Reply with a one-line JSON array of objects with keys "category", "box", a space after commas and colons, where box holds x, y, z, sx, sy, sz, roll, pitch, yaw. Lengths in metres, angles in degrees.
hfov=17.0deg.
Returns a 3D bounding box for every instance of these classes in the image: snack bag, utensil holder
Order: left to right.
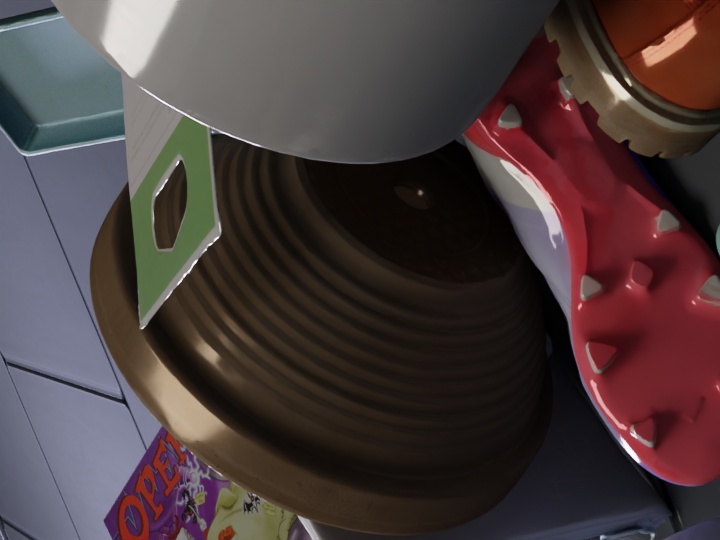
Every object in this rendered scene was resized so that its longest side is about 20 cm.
[{"category": "utensil holder", "box": [0.011, -0.154, 0.665, 0.170, 0.170, 0.200, 56, 135, 28]}, {"category": "snack bag", "box": [0.018, 0.046, 1.018, 0.200, 0.188, 0.021, 56, 133, 28]}]

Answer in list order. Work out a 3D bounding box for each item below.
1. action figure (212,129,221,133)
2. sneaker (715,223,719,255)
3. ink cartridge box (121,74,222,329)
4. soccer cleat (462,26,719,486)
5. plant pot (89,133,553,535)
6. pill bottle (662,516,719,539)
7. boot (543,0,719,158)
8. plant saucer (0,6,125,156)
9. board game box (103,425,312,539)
[{"category": "action figure", "box": [-0.079, -0.120, 1.034, 0.130, 0.069, 0.200, 50, 157, 12]}, {"category": "sneaker", "box": [0.176, 0.037, 0.721, 0.140, 0.078, 0.200, 51, 167, 34]}, {"category": "ink cartridge box", "box": [-0.055, -0.093, 0.847, 0.146, 0.048, 0.200, 137, 126, -69]}, {"category": "soccer cleat", "box": [0.092, -0.009, 0.920, 0.200, 0.067, 0.076, 62, 178, 12]}, {"category": "plant pot", "box": [0.000, 0.000, 0.963, 0.201, 0.201, 0.093, 56, 133, 28]}, {"category": "pill bottle", "box": [0.158, 0.199, 0.909, 0.200, 0.111, 0.111, 59, 161, 18]}, {"category": "boot", "box": [0.088, -0.147, 0.751, 0.107, 0.075, 0.200, -50, 58, 49]}, {"category": "plant saucer", "box": [-0.090, -0.088, 0.994, 0.200, 0.019, 0.070, -5, 132, 41]}, {"category": "board game box", "box": [-0.048, 0.099, 1.094, 0.200, 0.032, 0.120, -57, 46, 36]}]
